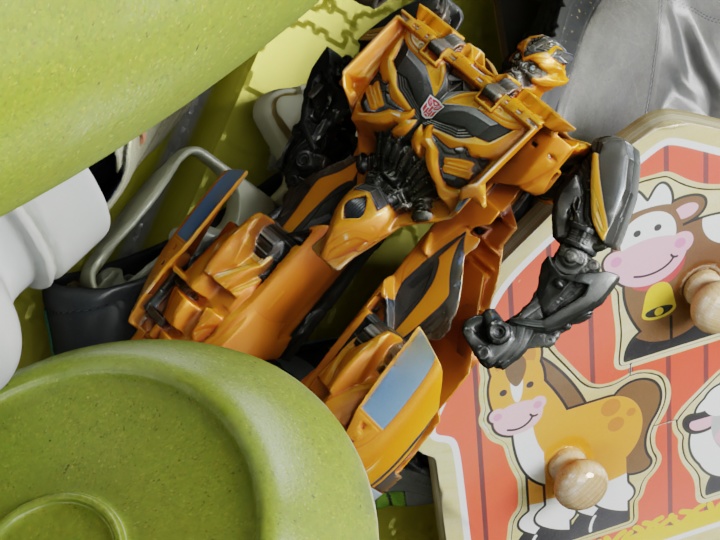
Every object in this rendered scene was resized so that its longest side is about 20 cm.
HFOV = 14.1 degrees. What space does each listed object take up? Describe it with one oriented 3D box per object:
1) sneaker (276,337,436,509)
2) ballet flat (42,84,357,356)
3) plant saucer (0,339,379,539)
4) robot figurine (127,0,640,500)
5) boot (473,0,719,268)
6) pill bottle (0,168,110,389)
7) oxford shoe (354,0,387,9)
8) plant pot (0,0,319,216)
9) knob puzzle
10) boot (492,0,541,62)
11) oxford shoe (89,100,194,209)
[{"bbox_3d":[0.007,0.056,1.068,0.200,0.083,0.071,-21,99,-21],"label":"sneaker"},{"bbox_3d":[-0.033,-0.025,1.059,0.200,0.073,0.073,-35,104,-16],"label":"ballet flat"},{"bbox_3d":[-0.092,0.100,0.903,0.200,0.200,0.031,-52,140,-14],"label":"plant saucer"},{"bbox_3d":[0.000,0.000,0.969,0.200,0.145,0.058,-52,147,5],"label":"robot figurine"},{"bbox_3d":[0.117,-0.060,1.054,0.132,0.070,0.200,27,66,-13],"label":"boot"},{"bbox_3d":[-0.177,0.022,0.907,0.200,0.111,0.111,-43,107,-18],"label":"pill bottle"},{"bbox_3d":[0.056,-0.134,0.998,0.200,0.073,0.084,-27,73,-33],"label":"oxford shoe"},{"bbox_3d":[-0.108,-0.099,0.837,0.200,0.187,0.187,-17,98,-38],"label":"plant pot"},{"bbox_3d":[0.111,0.032,1.028,0.220,0.030,0.220,-13,128,-16],"label":"knob puzzle"},{"bbox_3d":[0.095,-0.039,1.118,0.074,0.075,0.200,-20,83,-18],"label":"boot"},{"bbox_3d":[-0.086,-0.060,1.026,0.071,0.074,0.200,45,76,-29],"label":"oxford shoe"}]
